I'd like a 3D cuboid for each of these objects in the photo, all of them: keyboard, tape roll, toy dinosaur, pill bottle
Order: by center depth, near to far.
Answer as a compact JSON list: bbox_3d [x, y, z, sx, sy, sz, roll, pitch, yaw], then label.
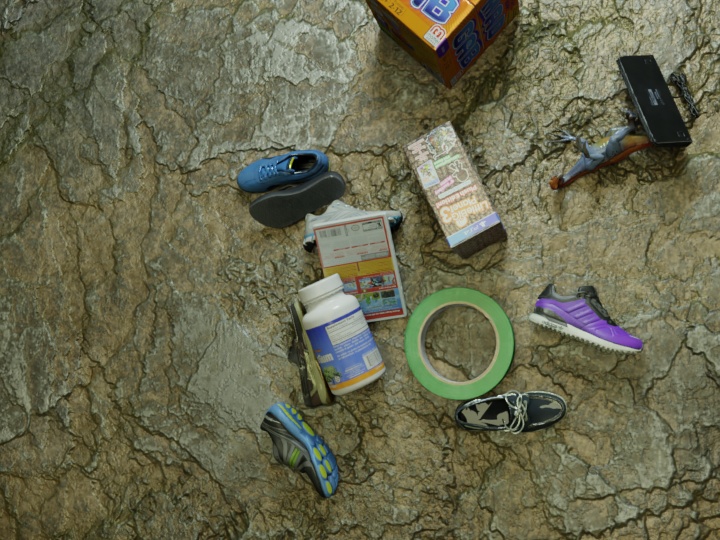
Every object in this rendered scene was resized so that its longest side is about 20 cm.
[{"bbox_3d":[0.528,-0.297,1.406,0.125,0.021,0.202,-4,62,-12],"label":"keyboard"},{"bbox_3d":[0.424,-0.200,1.428,0.199,0.105,0.183,32,112,4],"label":"toy dinosaur"},{"bbox_3d":[0.180,0.133,1.467,0.198,0.048,0.203,-2,83,14],"label":"tape roll"},{"bbox_3d":[-0.040,0.114,1.472,0.111,0.112,0.202,-23,92,10],"label":"pill bottle"}]

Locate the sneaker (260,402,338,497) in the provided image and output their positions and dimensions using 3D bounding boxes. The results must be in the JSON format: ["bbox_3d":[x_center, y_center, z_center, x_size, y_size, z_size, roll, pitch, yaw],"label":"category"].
[{"bbox_3d":[-0.114,0.342,1.514,0.083,0.071,0.200,-47,73,19],"label":"sneaker"}]

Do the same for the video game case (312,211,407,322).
[{"bbox_3d":[0.000,0.000,1.503,0.141,0.017,0.203,-9,106,13],"label":"video game case"}]

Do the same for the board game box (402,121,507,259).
[{"bbox_3d":[0.172,-0.139,1.444,0.096,0.159,0.202,-27,77,11],"label":"board game box"}]

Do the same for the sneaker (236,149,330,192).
[{"bbox_3d":[-0.159,-0.200,1.580,0.197,0.078,0.067,-9,83,15],"label":"sneaker"}]

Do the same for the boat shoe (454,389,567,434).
[{"bbox_3d":[0.264,0.249,1.423,0.197,0.062,0.076,-2,81,14],"label":"boat shoe"}]

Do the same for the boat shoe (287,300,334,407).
[{"bbox_3d":[-0.107,0.160,1.526,0.065,0.072,0.203,-19,83,6],"label":"boat shoe"}]

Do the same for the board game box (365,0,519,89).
[{"bbox_3d":[0.147,-0.498,1.471,0.200,0.200,0.200,44,95,14],"label":"board game box"}]

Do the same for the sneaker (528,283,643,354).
[{"bbox_3d":[0.402,0.078,1.405,0.198,0.070,0.101,20,86,15],"label":"sneaker"}]

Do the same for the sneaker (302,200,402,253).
[{"bbox_3d":[-0.019,-0.100,1.537,0.197,0.075,0.088,-11,66,8],"label":"sneaker"}]

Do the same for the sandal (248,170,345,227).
[{"bbox_3d":[-0.121,-0.140,1.576,0.198,0.077,0.043,-18,37,10],"label":"sandal"}]
